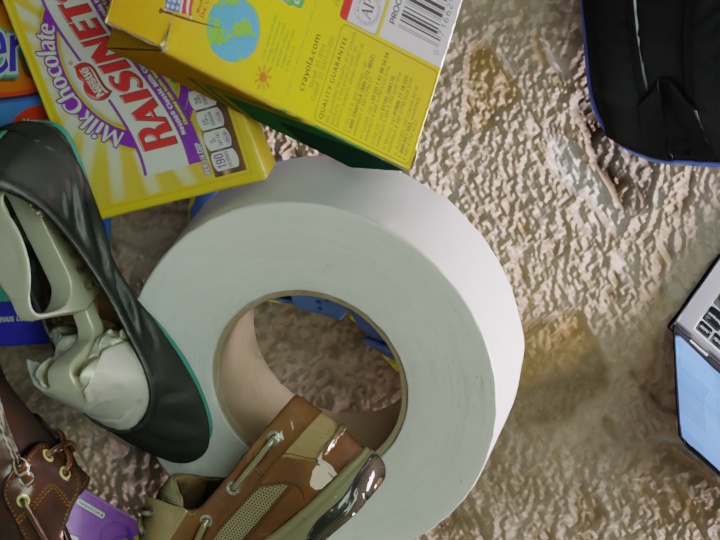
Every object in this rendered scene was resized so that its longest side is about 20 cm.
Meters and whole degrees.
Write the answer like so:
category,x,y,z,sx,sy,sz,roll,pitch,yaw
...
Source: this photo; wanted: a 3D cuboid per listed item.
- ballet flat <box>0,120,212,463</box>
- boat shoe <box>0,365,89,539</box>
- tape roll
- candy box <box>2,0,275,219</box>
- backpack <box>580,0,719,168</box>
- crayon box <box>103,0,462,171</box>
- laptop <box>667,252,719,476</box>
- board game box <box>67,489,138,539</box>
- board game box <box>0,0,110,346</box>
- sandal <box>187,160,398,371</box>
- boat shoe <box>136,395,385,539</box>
category,x,y,z,sx,sy,sz,roll,pitch,yaw
ballet flat,-0.145,0.023,1.440,0.068,0.068,0.201,-42,110,-47
boat shoe,-0.169,0.111,1.433,0.070,0.070,0.201,-10,110,4
tape roll,-0.019,0.046,1.493,0.201,0.071,0.204,6,115,13
candy box,-0.122,-0.126,1.428,0.102,0.026,0.201,-12,113,19
backpack,0.215,-0.160,1.571,0.146,0.182,0.201,-9,103,-39
crayon box,-0.042,-0.142,1.399,0.199,0.051,0.128,25,78,-38
laptop,0.278,0.069,1.626,0.187,0.116,0.200,40,79,-15
board game box,-0.172,0.169,1.521,0.199,0.032,0.120,33,84,-17
board game box,-0.196,-0.062,1.463,0.151,0.045,0.201,-3,98,-42
sandal,0.000,0.000,1.548,0.199,0.087,0.080,26,84,-15
boat shoe,-0.077,0.136,1.474,0.200,0.076,0.074,-40,93,18
